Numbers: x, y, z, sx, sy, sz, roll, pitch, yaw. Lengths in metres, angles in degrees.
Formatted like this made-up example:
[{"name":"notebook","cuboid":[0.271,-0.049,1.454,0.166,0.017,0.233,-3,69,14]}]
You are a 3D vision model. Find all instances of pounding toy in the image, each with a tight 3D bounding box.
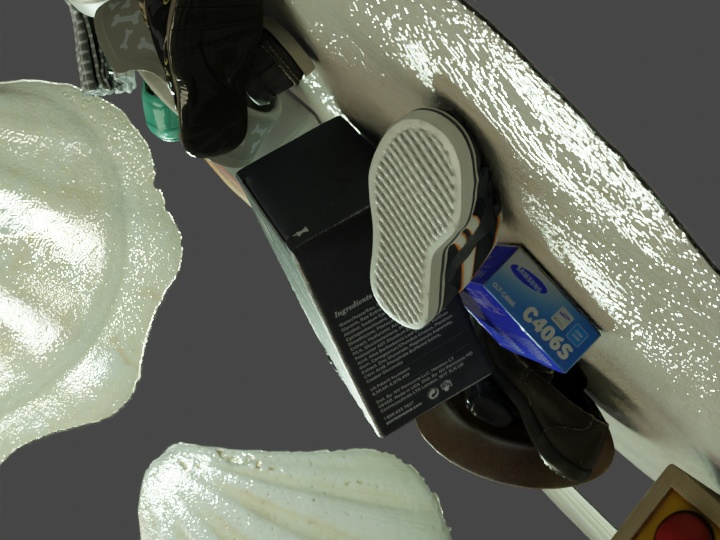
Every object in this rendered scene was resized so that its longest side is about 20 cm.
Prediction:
[{"name":"pounding toy","cuboid":[0.280,0.263,0.958,0.142,0.185,0.200,32,-173,-45]}]

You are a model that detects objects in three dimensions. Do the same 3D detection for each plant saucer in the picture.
[{"name":"plant saucer","cuboid":[0.152,0.140,1.210,0.200,0.198,0.035,41,131,48]}]

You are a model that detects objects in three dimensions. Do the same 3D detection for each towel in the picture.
[{"name":"towel","cuboid":[-0.353,-0.319,1.674,0.200,0.085,0.168,-150,53,-79]}]

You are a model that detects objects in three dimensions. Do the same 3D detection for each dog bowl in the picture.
[{"name":"dog bowl","cuboid":[-0.154,-0.191,1.163,0.200,0.059,0.201,43,-160,-20]}]

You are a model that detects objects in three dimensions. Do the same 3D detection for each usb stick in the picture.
[{"name":"usb stick","cuboid":[0.123,0.088,1.226,0.055,0.033,0.200,33,-158,-13]}]

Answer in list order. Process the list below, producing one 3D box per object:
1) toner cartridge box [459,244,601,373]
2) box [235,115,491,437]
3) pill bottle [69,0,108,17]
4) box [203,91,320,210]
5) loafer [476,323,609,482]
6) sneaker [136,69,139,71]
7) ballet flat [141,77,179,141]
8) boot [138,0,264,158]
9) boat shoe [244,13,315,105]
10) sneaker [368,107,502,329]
[{"name":"toner cartridge box","cuboid":[0.123,0.026,1.019,0.095,0.043,0.200,45,177,-7]},{"name":"box","cuboid":[0.000,0.000,1.083,0.201,0.117,0.197,64,174,-29]},{"name":"pill bottle","cuboid":[-0.273,-0.321,1.139,0.114,0.114,0.200,44,176,25]},{"name":"box","cuboid":[-0.103,-0.130,1.374,0.152,0.106,0.200,44,176,28]},{"name":"loafer","cuboid":[0.174,0.101,1.141,0.073,0.071,0.201,22,-152,-40]},{"name":"sneaker","cuboid":[-0.235,-0.269,1.653,0.087,0.074,0.200,32,175,-24]},{"name":"ballet flat","cuboid":[-0.191,-0.228,1.289,0.071,0.066,0.202,98,171,-55]},{"name":"boot","cuboid":[-0.129,-0.206,0.969,0.201,0.072,0.152,96,157,-51]},{"name":"boat shoe","cuboid":[-0.103,-0.189,1.074,0.073,0.063,0.200,47,176,-30]},{"name":"sneaker","cuboid":[0.053,-0.048,0.842,0.078,0.079,0.201,38,149,19]}]
